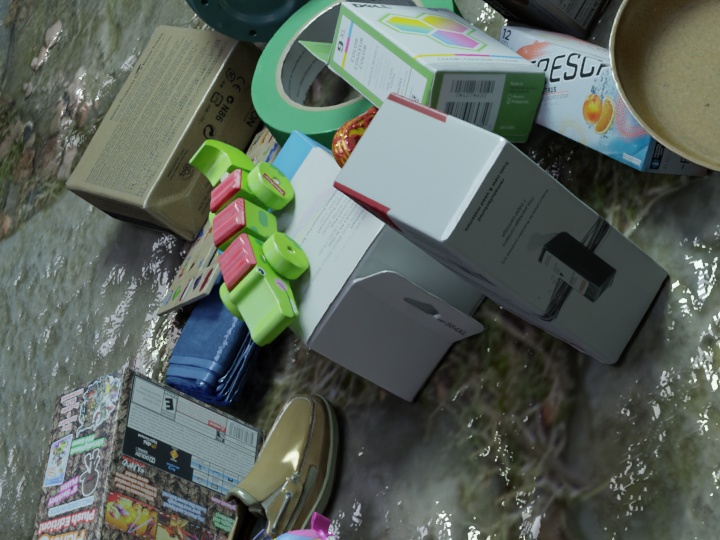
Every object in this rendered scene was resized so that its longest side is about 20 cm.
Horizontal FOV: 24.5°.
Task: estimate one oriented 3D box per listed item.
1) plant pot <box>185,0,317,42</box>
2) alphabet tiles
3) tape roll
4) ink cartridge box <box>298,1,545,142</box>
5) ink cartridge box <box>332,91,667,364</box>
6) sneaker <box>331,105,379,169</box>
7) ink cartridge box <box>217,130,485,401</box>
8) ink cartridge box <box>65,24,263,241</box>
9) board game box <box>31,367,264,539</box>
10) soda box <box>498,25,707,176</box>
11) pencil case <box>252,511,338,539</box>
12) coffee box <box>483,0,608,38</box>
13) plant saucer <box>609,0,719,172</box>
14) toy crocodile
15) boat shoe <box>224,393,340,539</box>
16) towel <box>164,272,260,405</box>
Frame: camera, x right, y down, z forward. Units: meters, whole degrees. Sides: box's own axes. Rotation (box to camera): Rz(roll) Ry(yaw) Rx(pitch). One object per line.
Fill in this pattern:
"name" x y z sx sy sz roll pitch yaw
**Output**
"plant pot" -0.096 -0.317 1.574 0.200 0.200 0.162 -30 42 33
"alphabet tiles" -0.123 -0.053 1.549 0.201 0.008 0.167 -64 15 -17
"tape roll" 0.000 -0.181 1.463 0.199 0.048 0.201 -18 45 19
"ink cartridge box" 0.044 -0.166 1.300 0.200 0.103 0.060 44 128 49
"ink cartridge box" 0.101 -0.029 1.178 0.084 0.200 0.144 -57 38 -2
"sneaker" 0.032 -0.086 1.319 0.077 0.200 0.073 -31 78 28
"ink cartridge box" 0.000 0.000 1.330 0.126 0.128 0.200 -55 37 7
"ink cartridge box" -0.186 -0.141 1.666 0.164 0.075 0.201 16 74 52
"board game box" -0.177 0.208 1.372 0.096 0.159 0.201 -22 51 39
"soda box" 0.180 -0.130 1.246 0.200 0.068 0.064 33 115 52
"pencil case" -0.017 0.270 1.215 0.089 0.088 0.200 -51 40 11
"coffee box" 0.105 -0.276 1.330 0.114 0.199 0.080 29 89 52
"plant saucer" 0.268 -0.137 1.124 0.198 0.036 0.201 -2 60 4
"toy crocodile" -0.089 -0.026 1.294 0.067 0.062 0.201 -40 43 27
"boat shoe" -0.073 0.187 1.334 0.071 0.076 0.201 -9 60 45
"towel" -0.105 0.023 1.494 0.111 0.048 0.201 4 67 60
